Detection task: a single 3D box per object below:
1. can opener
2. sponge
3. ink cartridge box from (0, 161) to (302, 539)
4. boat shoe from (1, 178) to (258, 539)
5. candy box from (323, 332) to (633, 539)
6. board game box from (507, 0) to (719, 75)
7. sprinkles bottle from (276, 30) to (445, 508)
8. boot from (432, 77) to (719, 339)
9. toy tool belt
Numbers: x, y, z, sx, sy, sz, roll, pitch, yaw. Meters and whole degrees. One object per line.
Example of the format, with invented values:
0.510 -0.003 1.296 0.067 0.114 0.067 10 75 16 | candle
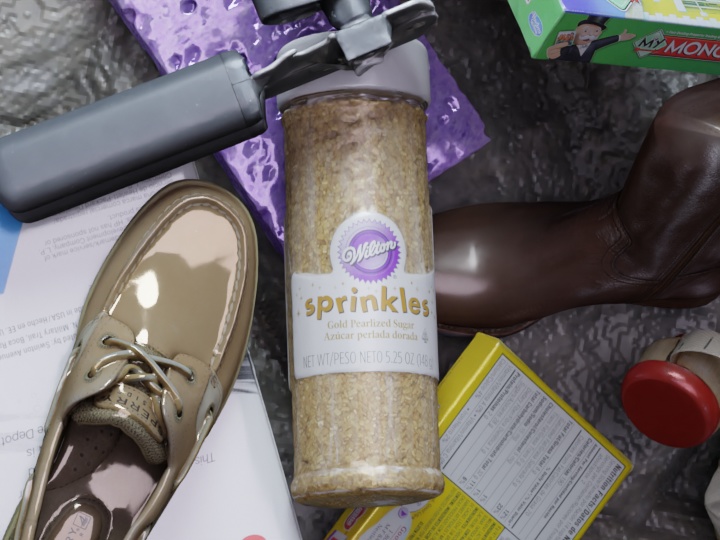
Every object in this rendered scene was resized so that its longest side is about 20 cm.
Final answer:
-0.064 -0.085 1.043 0.199 0.053 0.067 -21 83 -2 | can opener
-0.041 -0.112 1.150 0.111 0.030 0.201 -34 93 -10 | sponge
-0.121 0.058 1.100 0.146 0.086 0.201 -16 91 -10 | ink cartridge box
-0.090 0.057 1.029 0.071 0.065 0.201 21 83 -8 | boat shoe
0.030 0.137 1.134 0.102 0.026 0.200 43 80 -31 | candy box
0.099 -0.163 1.029 0.134 0.029 0.201 3 50 -31 | board game box
0.000 0.000 1.089 0.068 0.068 0.201 -1 79 -9 | sprinkles bottle
0.107 -0.031 1.080 0.185 0.200 0.065 -6 74 -13 | boot
0.214 0.079 1.152 0.200 0.125 0.123 44 50 -8 | toy tool belt
